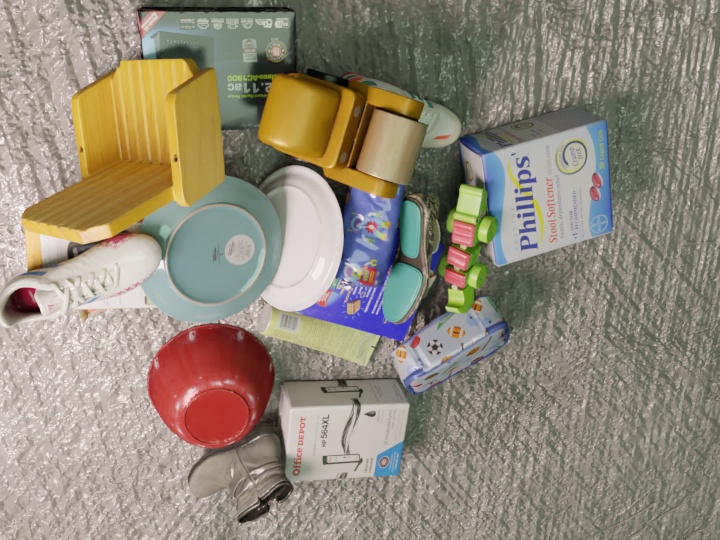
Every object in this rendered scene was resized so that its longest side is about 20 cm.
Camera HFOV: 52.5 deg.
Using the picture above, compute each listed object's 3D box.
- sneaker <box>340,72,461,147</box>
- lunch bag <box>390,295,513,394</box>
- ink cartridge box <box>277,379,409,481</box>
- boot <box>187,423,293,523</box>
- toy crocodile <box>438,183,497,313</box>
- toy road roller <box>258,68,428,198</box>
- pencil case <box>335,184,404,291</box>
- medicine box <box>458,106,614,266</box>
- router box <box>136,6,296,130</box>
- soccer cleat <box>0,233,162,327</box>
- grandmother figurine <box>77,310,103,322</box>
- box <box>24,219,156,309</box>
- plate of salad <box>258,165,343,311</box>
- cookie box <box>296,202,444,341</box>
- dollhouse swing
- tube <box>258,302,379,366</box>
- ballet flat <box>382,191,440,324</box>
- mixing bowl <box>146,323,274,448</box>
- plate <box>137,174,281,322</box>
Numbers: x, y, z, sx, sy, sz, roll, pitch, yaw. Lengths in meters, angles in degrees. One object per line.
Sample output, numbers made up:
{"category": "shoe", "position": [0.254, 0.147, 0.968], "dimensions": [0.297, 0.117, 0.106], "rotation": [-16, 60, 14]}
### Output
{"category": "sneaker", "position": [0.061, -0.214, 1.020], "dimensions": [0.199, 0.093, 0.071], "rotation": [18, 107, -21]}
{"category": "lunch bag", "position": [0.150, 0.123, 1.171], "dimensions": [0.199, 0.076, 0.160], "rotation": [-28, 157, 0]}
{"category": "ink cartridge box", "position": [-0.033, 0.263, 1.206], "dimensions": [0.199, 0.084, 0.147], "rotation": [0, 113, -16]}
{"category": "boot", "position": [-0.197, 0.341, 1.153], "dimensions": [0.200, 0.131, 0.068], "rotation": [-37, 131, 18]}
{"category": "toy crocodile", "position": [0.152, -0.030, 1.066], "dimensions": [0.062, 0.067, 0.201], "rotation": [-36, 140, -47]}
{"category": "toy road roller", "position": [-0.033, -0.174, 0.891], "dimensions": [0.146, 0.199, 0.123], "rotation": [-8, 118, -61]}
{"category": "pencil case", "position": [0.009, -0.073, 1.000], "dimensions": [0.086, 0.078, 0.201], "rotation": [11, 98, -12]}
{"category": "medicine box", "position": [0.266, -0.128, 1.109], "dimensions": [0.199, 0.103, 0.183], "rotation": [-17, 116, -9]}
{"category": "router box", "position": [-0.182, -0.262, 0.950], "dimensions": [0.199, 0.062, 0.150], "rotation": [-5, 115, -13]}
{"category": "soccer cleat", "position": [-0.328, 0.019, 0.852], "dimensions": [0.199, 0.086, 0.070], "rotation": [-20, 113, 3]}
{"category": "grandmother figurine", "position": [-0.300, 0.009, 1.020], "dimensions": [0.199, 0.121, 0.061], "rotation": [-23, 92, -20]}
{"category": "box", "position": [-0.313, -0.012, 0.925], "dimensions": [0.199, 0.041, 0.120], "rotation": [-1, 113, -17]}
{"category": "plate of salad", "position": [-0.091, -0.044, 1.013], "dimensions": [0.048, 0.200, 0.201], "rotation": [1, 117, -50]}
{"category": "cookie box", "position": [0.000, 0.000, 1.105], "dimensions": [0.199, 0.075, 0.172], "rotation": [18, 104, -21]}
{"category": "dollhouse swing", "position": [-0.290, -0.145, 0.837], "dimensions": [0.176, 0.199, 0.183], "rotation": [-22, 116, -48]}
{"category": "tube", "position": [-0.062, 0.099, 1.152], "dimensions": [0.199, 0.052, 0.058], "rotation": [17, 149, -25]}
{"category": "ballet flat", "position": [0.083, -0.018, 1.048], "dimensions": [0.075, 0.068, 0.201], "rotation": [-17, 123, -44]}
{"category": "mixing bowl", "position": [-0.223, 0.193, 1.112], "dimensions": [0.199, 0.108, 0.201], "rotation": [-6, 113, -13]}
{"category": "plate", "position": [-0.187, -0.022, 0.933], "dimensions": [0.199, 0.026, 0.201], "rotation": [-12, 115, -28]}
